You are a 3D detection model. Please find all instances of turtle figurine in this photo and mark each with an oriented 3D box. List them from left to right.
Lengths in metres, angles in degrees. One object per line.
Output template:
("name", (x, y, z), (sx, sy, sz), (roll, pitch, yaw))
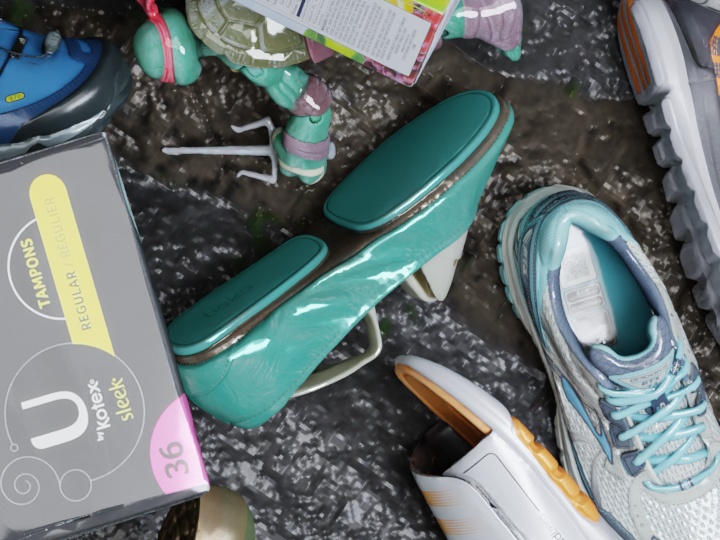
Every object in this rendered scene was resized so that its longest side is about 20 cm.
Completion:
("turtle figurine", (-0.034, -0.114, 1.166), (0.200, 0.101, 0.150), (-18, 91, -13))

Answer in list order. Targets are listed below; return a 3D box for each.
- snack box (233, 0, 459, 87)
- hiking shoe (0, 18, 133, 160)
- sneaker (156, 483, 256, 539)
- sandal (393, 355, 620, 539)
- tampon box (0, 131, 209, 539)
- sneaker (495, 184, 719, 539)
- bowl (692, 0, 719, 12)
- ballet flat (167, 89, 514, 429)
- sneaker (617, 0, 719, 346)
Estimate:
("snack box", (0.000, -0.187, 1.131), (0.142, 0.053, 0.200), (27, 49, 1))
("hiking shoe", (-0.200, -0.094, 1.122), (0.199, 0.074, 0.087), (1, 128, 3))
("sneaker", (-0.061, 0.187, 1.147), (0.090, 0.067, 0.201), (12, 113, -17))
("sandal", (0.079, 0.125, 1.180), (0.059, 0.079, 0.207), (-44, 96, -9))
("tampon box", (-0.147, 0.035, 1.092), (0.126, 0.200, 0.150), (-17, 91, -8))
("sneaker", (0.121, 0.055, 1.183), (0.077, 0.086, 0.200), (-28, 92, -6))
("bowl", (0.145, -0.182, 1.129), (0.094, 0.201, 0.201), (-29, 92, -2))
("ballet flat", (0.000, 0.000, 1.184), (0.200, 0.067, 0.070), (-40, 121, -12))
("sneaker", (0.199, -0.050, 1.200), (0.112, 0.078, 0.201), (-15, 91, -6))
